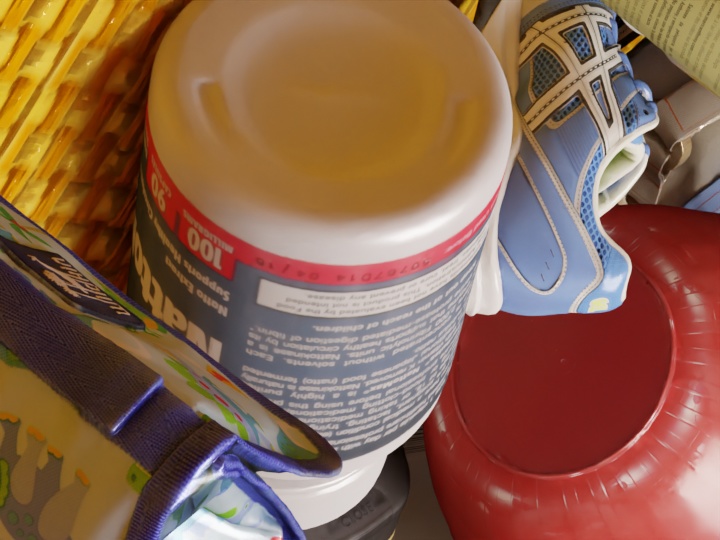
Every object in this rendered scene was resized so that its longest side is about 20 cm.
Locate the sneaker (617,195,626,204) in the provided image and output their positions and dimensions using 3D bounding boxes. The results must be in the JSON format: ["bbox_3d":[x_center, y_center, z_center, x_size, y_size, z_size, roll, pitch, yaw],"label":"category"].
[{"bbox_3d":[0.127,0.005,1.471,0.130,0.079,0.199,-51,175,-40],"label":"sneaker"}]

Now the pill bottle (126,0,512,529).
[{"bbox_3d":[-0.021,0.001,1.004,0.120,0.119,0.201,-43,159,-32],"label":"pill bottle"}]

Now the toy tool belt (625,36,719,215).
[{"bbox_3d":[0.160,-0.050,1.297,0.200,0.123,0.125,-42,-177,15],"label":"toy tool belt"}]

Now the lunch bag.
[{"bbox_3d":[-0.102,0.052,0.800,0.127,0.170,0.200,-45,159,-25],"label":"lunch bag"}]

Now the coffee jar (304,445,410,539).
[{"bbox_3d":[-0.051,0.143,1.253,0.104,0.085,0.201,-28,150,-43],"label":"coffee jar"}]

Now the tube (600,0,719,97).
[{"bbox_3d":[0.126,-0.100,1.063,0.052,0.200,0.058,-50,162,-5],"label":"tube"}]

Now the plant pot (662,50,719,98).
[{"bbox_3d":[0.268,-0.091,1.152,0.195,0.195,0.200,-55,154,-1],"label":"plant pot"}]

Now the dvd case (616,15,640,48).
[{"bbox_3d":[0.129,-0.167,1.256,0.149,0.016,0.201,-37,155,-47],"label":"dvd case"}]

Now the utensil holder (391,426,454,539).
[{"bbox_3d":[0.084,0.111,1.359,0.170,0.170,0.200,-50,150,-12],"label":"utensil holder"}]

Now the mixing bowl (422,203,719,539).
[{"bbox_3d":[0.101,0.051,1.183,0.201,0.200,0.108,-53,147,-1],"label":"mixing bowl"}]

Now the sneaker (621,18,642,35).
[{"bbox_3d":[0.160,-0.178,1.146,0.116,0.073,0.201,-51,167,-48],"label":"sneaker"}]

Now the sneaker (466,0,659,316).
[{"bbox_3d":[0.075,-0.067,1.113,0.076,0.077,0.201,96,5,-65],"label":"sneaker"}]
